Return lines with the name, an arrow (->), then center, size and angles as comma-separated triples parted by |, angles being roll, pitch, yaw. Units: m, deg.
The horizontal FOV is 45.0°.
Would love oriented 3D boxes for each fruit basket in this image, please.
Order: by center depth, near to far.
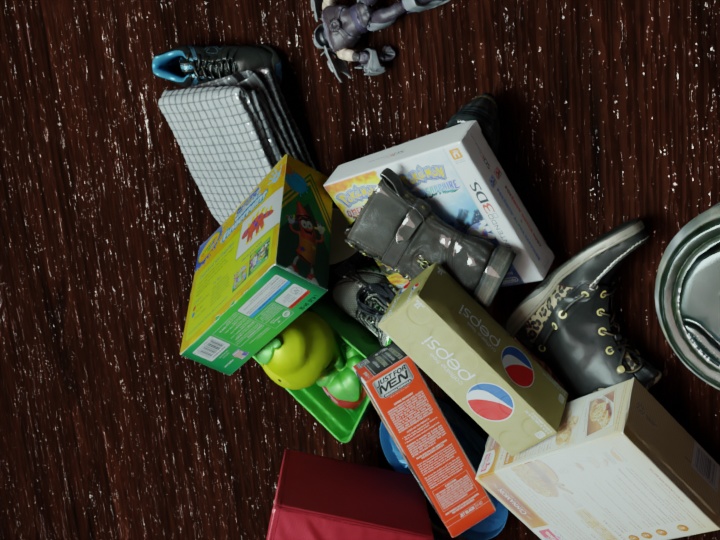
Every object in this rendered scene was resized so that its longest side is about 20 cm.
fruit basket -> -0.068, 0.109, 1.094 | 0.215, 0.215, 0.156 | 40, 125, 23

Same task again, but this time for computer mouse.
computer mouse -> 0.000, 0.000, 1.074 | 0.059, 0.034, 0.200 | -49, 43, 12

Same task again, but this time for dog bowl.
dog bowl -> 0.113, 0.241, 1.087 | 0.200, 0.049, 0.112 | 43, 126, 21

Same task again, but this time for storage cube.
storage cube -> -0.025, 0.334, 1.014 | 0.178, 0.200, 0.173 | 12, 98, -4

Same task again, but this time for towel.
towel -> -0.154, -0.160, 1.129 | 0.165, 0.086, 0.201 | 2, 127, 40

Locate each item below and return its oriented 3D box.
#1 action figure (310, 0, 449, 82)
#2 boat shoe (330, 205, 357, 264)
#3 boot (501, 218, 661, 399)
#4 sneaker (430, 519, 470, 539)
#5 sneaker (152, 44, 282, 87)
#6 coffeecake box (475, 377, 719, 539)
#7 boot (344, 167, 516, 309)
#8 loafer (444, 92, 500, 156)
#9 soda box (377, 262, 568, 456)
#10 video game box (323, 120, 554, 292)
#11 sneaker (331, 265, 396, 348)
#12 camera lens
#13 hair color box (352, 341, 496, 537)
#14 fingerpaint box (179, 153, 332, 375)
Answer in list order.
action figure -> 0.013, -0.294, 0.991 | 0.199, 0.069, 0.131 | -18, 99, 45
boat shoe -> -0.062, -0.040, 1.085 | 0.199, 0.062, 0.072 | -18, 101, 38
boot -> 0.254, 0.055, 0.897 | 0.151, 0.073, 0.200 | 53, 128, 12
sneaker -> 0.064, 0.365, 1.144 | 0.199, 0.082, 0.078 | 11, 111, 36
sneaker -> -0.190, -0.262, 1.154 | 0.199, 0.082, 0.074 | 10, 107, 35
coffeecake box -> 0.246, 0.214, 0.906 | 0.153, 0.073, 0.200 | 43, 136, -14
boot -> 0.060, -0.001, 0.934 | 0.173, 0.069, 0.201 | 29, 132, 7
loafer -> 0.118, -0.104, 0.964 | 0.072, 0.072, 0.201 | 25, 139, 8
soda box -> 0.116, 0.091, 0.883 | 0.200, 0.064, 0.068 | 44, 130, -8
video game box -> 0.083, -0.055, 0.945 | 0.199, 0.047, 0.183 | -12, 120, 44
sneaker -> 0.040, 0.055, 1.064 | 0.199, 0.085, 0.079 | 24, 118, 32
camera lens -> 0.348, 0.007, 0.720 | 0.159, 0.199, 0.162 | 13, 112, 35
hair color box -> 0.069, 0.186, 0.978 | 0.201, 0.061, 0.101 | 61, 174, -7
fingerpaint box -> -0.116, -0.004, 0.989 | 0.200, 0.073, 0.168 | -41, 34, 37
